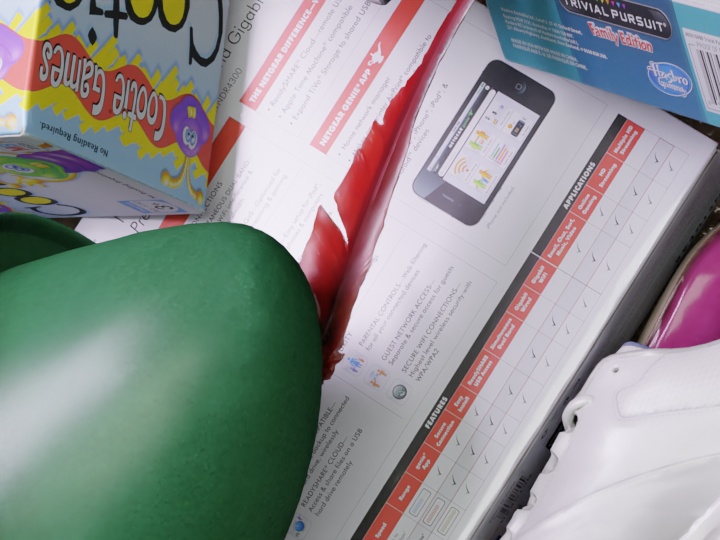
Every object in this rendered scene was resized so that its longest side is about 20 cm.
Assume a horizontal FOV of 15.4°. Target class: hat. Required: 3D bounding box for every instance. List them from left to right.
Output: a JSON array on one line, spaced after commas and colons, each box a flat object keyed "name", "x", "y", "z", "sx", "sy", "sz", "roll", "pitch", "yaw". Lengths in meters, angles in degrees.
[{"name": "hat", "x": -0.019, "y": 0.020, "z": 0.781, "sx": 0.176, "sy": 0.165, "sz": 0.201, "roll": -25, "pitch": 78, "yaw": 26}]

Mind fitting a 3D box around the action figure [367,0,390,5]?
[{"name": "action figure", "x": 0.045, "y": -0.147, "z": 0.862, "sx": 0.199, "sy": 0.194, "sz": 0.105, "roll": 11, "pitch": 130, "yaw": 28}]

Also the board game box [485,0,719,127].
[{"name": "board game box", "x": 0.158, "y": -0.119, "z": 0.851, "sx": 0.200, "sy": 0.151, "sz": 0.047, "roll": -33, "pitch": 120, "yaw": -22}]

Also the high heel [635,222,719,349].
[{"name": "high heel", "x": 0.162, "y": 0.008, "z": 0.912, "sx": 0.096, "sy": 0.067, "sz": 0.200, "roll": 33, "pitch": 88, "yaw": 8}]

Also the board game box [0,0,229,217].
[{"name": "board game box", "x": -0.108, "y": -0.127, "z": 0.891, "sx": 0.103, "sy": 0.105, "sz": 0.201, "roll": 0, "pitch": 77, "yaw": 31}]

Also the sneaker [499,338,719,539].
[{"name": "sneaker", "x": 0.089, "y": 0.077, "z": 0.863, "sx": 0.200, "sy": 0.075, "sz": 0.087, "roll": -36, "pitch": 73, "yaw": -3}]

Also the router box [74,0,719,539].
[{"name": "router box", "x": 0.000, "y": 0.000, "z": 0.915, "sx": 0.179, "sy": 0.049, "sz": 0.200, "roll": 33, "pitch": 88, "yaw": 16}]
